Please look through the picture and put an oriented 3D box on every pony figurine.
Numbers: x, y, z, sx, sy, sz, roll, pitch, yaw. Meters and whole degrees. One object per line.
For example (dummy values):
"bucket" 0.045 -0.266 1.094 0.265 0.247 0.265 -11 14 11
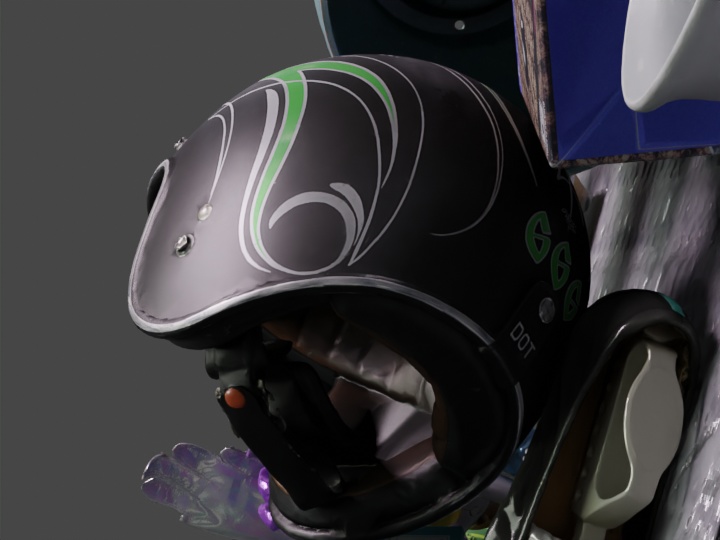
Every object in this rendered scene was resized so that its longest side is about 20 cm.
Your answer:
"pony figurine" 0.007 0.094 1.268 0.167 0.193 0.200 -63 13 14

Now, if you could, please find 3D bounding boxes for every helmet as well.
"helmet" 0.000 0.000 1.121 0.191 0.200 0.200 -80 7 -50

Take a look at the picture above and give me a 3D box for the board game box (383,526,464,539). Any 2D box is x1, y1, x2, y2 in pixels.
"board game box" 0.022 0.234 1.114 0.151 0.047 0.200 -80 -11 -63

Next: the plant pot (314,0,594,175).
"plant pot" 0.063 -0.155 1.254 0.134 0.200 0.201 -129 54 -68

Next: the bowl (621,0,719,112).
"bowl" 0.155 -0.134 0.817 0.201 0.090 0.201 -163 90 -87

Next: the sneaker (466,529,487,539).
"sneaker" 0.040 0.162 1.350 0.200 0.083 0.074 -115 41 -86

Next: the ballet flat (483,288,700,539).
"ballet flat" 0.088 0.101 1.037 0.068 0.068 0.200 174 112 -72

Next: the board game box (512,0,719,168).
"board game box" 0.112 -0.139 1.065 0.200 0.097 0.160 -89 -6 -78

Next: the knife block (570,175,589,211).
"knife block" 0.034 -0.025 1.500 0.064 0.175 0.200 43 -119 -68
